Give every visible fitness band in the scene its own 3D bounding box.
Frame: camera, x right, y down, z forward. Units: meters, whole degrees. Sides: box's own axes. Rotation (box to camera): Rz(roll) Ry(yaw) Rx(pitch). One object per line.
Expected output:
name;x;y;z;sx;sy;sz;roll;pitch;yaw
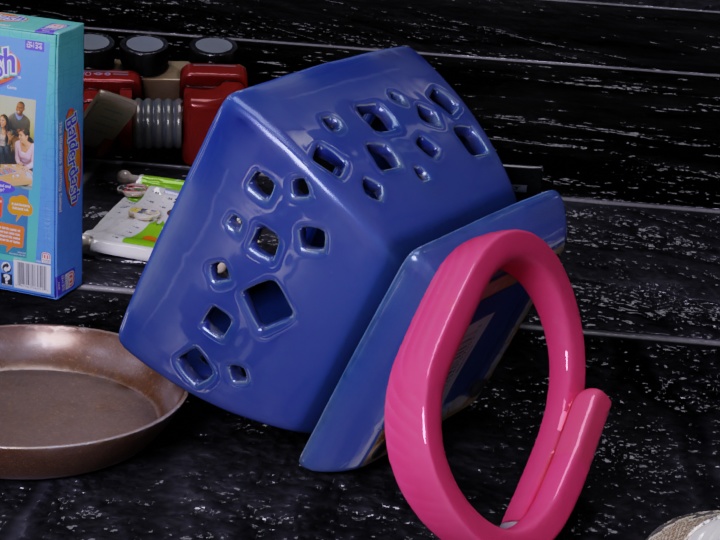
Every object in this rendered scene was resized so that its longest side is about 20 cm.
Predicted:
fitness band;0.078;0.069;1.130;0.037;0.144;0.201;-15;36;39

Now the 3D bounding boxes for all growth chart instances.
growth chart;-0.150;-0.040;1.640;0.144;0.018;0.200;6;20;5

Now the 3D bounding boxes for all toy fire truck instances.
toy fire truck;-0.187;-0.143;1.798;0.175;0.129;0.200;1;31;-6

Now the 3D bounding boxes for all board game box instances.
board game box;-0.280;-0.090;1.484;0.151;0.201;0.045;10;20;18

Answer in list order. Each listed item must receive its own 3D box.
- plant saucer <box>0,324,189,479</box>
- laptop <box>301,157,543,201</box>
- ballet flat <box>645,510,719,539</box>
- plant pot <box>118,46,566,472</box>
plant saucer;-0.206;0.083;1.253;0.199;0.035;0.200;2;20;-1
laptop;0.038;-0.035;1.463;0.176;0.104;0.200;4;6;2
ballet flat;0.224;0.162;1.020;0.199;0.068;0.075;18;-13;32
plant pot;0.000;0.000;1.255;0.180;0.201;0.200;40;33;19
